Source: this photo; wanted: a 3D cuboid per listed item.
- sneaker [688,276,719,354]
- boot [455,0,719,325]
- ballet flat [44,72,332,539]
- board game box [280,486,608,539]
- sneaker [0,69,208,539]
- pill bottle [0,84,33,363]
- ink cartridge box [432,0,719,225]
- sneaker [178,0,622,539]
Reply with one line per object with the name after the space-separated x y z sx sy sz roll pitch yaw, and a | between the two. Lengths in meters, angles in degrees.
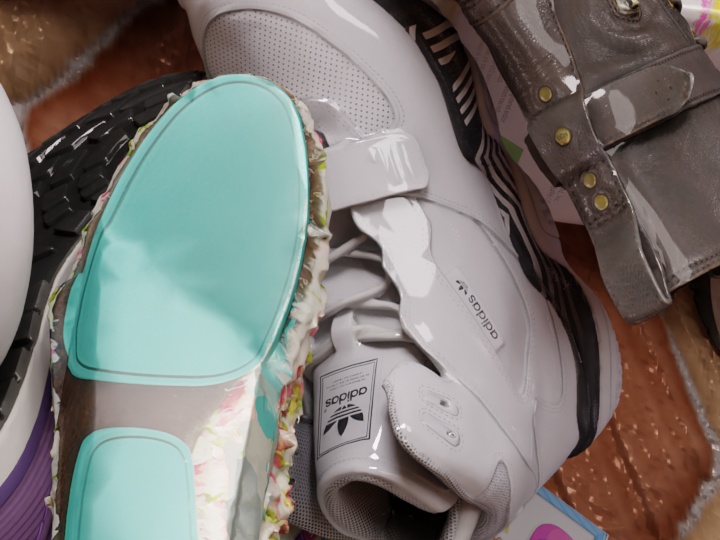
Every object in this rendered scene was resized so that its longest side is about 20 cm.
0.172 0.017 1.068 0.076 0.077 0.200 6 57 -38 | sneaker
0.078 -0.075 0.877 0.174 0.069 0.200 55 35 1 | boot
-0.049 0.046 0.782 0.075 0.064 0.200 7 66 8 | ballet flat
-0.004 0.122 0.866 0.134 0.034 0.200 37 43 -17 | board game box
-0.076 0.030 0.852 0.088 0.076 0.200 51 41 -26 | sneaker
-0.187 -0.008 0.725 0.200 0.112 0.113 -6 67 -40 | pill bottle
0.118 -0.070 0.997 0.199 0.117 0.067 8 52 -10 | ink cartridge box
0.000 0.000 0.851 0.200 0.075 0.115 56 39 -21 | sneaker
